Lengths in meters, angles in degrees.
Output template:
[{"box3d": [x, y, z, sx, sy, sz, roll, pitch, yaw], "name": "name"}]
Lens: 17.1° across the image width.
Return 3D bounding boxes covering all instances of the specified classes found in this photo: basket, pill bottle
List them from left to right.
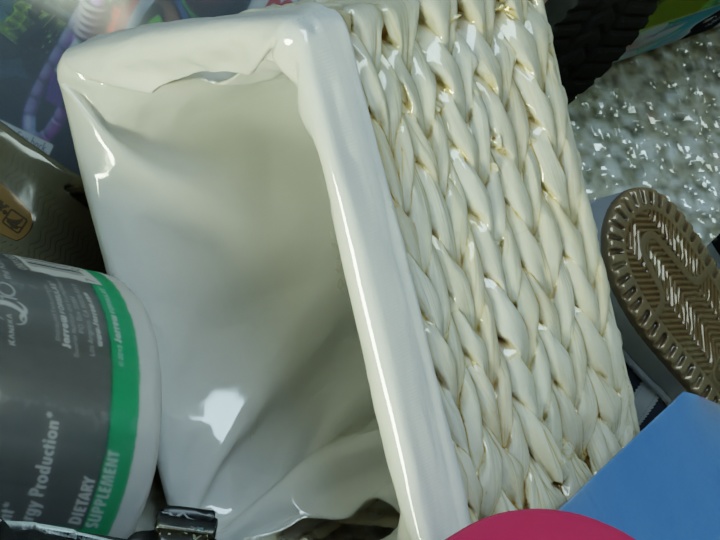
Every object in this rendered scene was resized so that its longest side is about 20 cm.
[{"box3d": [-0.174, 0.040, 0.769, 0.199, 0.113, 0.113, 11, 55, -31], "name": "pill bottle"}, {"box3d": [0.000, 0.000, 0.831, 0.123, 0.135, 0.201, -22, 104, -41], "name": "basket"}]

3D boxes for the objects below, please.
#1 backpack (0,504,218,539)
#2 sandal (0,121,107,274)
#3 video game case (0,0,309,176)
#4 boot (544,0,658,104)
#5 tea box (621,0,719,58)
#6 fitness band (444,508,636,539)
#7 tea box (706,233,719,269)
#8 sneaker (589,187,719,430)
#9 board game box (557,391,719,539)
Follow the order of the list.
[{"box3d": [-0.103, 0.186, 0.705, 0.177, 0.151, 0.201, 9, 48, -11], "name": "backpack"}, {"box3d": [-0.092, -0.001, 0.880, 0.200, 0.054, 0.080, 36, 58, -13], "name": "sandal"}, {"box3d": [-0.109, -0.125, 0.895, 0.199, 0.182, 0.023, 26, 18, -7], "name": "video game case"}, {"box3d": [0.023, -0.110, 0.922, 0.077, 0.200, 0.139, -10, 59, -53], "name": "boot"}, {"box3d": [0.105, -0.205, 1.030, 0.196, 0.134, 0.201, -22, 82, -32], "name": "tea box"}, {"box3d": [0.050, 0.155, 0.693, 0.143, 0.037, 0.200, 38, 46, 5], "name": "fitness band"}, {"box3d": [0.269, -0.012, 0.969, 0.199, 0.197, 0.134, -19, 69, -32], "name": "tea box"}, {"box3d": [0.109, 0.060, 0.942, 0.070, 0.108, 0.200, -49, 117, -40], "name": "sneaker"}, {"box3d": [0.104, 0.143, 0.814, 0.200, 0.039, 0.158, -37, 98, -42], "name": "board game box"}]
